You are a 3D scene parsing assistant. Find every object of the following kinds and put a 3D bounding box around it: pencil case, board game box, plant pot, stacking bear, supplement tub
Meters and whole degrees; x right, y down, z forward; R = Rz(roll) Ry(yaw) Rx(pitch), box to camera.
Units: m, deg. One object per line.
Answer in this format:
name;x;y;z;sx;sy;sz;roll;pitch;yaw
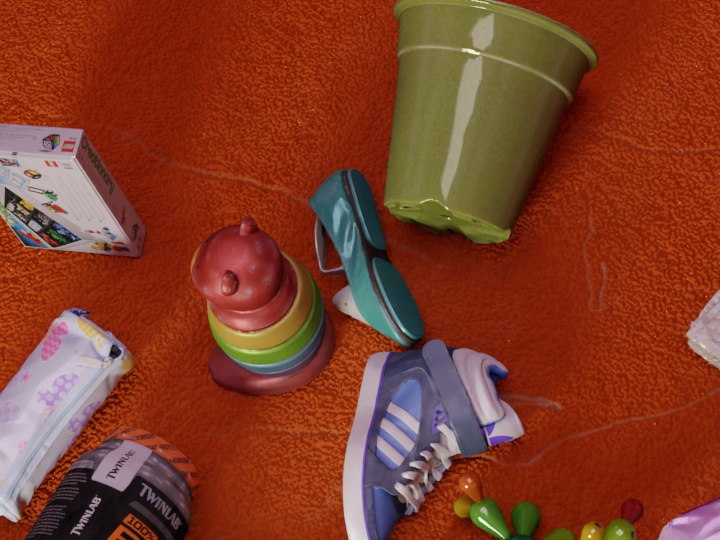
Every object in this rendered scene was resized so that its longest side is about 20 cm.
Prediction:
pencil case;-0.294;0.135;1.759;0.090;0.083;0.200;23;71;44
board game box;-0.292;-0.075;1.792;0.125;0.200;0.035;6;65;14
plant pot;0.102;-0.132;1.761;0.199;0.200;0.191;13;81;17
stacking bear;-0.094;0.025;1.703;0.113;0.200;0.122;17;69;19
supplement tub;-0.228;0.244;1.661;0.122;0.123;0.201;18;57;19

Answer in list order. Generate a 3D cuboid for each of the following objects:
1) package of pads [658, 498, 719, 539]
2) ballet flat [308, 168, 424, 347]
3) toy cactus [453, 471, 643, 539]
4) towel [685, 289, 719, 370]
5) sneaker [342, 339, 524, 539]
package of pads;0.341;0.279;1.553;0.120;0.076;0.201;-24;63;-1
ballet flat;0.000;0.000;1.781;0.070;0.067;0.201;-33;60;23
toy cactus;0.135;0.248;1.591;0.199;0.103;0.165;-3;37;16
towel;0.399;0.070;1.672;0.200;0.035;0.133;40;80;24
sneaker;0.069;0.158;1.672;0.145;0.081;0.201;0;60;16
